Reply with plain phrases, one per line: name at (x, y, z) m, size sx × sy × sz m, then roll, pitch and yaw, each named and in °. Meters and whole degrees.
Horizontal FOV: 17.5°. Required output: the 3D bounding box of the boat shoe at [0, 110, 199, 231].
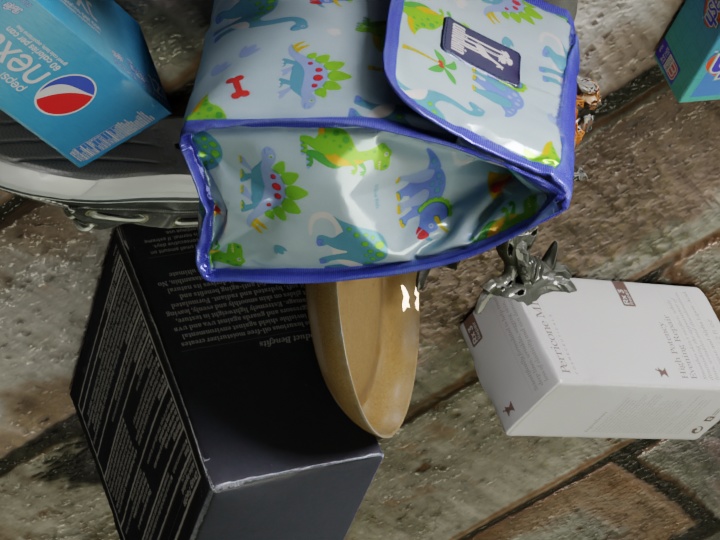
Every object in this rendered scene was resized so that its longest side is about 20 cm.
boat shoe at (-0.143, -0.051, 1.343) m, size 0.200 × 0.072 × 0.071 m, roll 6°, pitch 137°, yaw -28°

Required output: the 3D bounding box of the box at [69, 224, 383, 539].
box at (-0.091, 0.099, 1.506) m, size 0.123 × 0.199 × 0.200 m, roll -8°, pitch 148°, yaw -22°

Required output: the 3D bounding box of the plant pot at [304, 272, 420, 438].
plant pot at (0.000, 0.000, 1.395) m, size 0.027 × 0.200 × 0.200 m, roll -4°, pitch 153°, yaw 15°

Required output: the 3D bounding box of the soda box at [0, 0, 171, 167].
soda box at (-0.179, -0.131, 1.210) m, size 0.064 × 0.068 × 0.200 m, roll -29°, pitch 149°, yaw 13°

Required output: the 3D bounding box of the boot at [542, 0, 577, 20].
boot at (0.155, -0.221, 1.300) m, size 0.200 × 0.073 × 0.182 m, roll -32°, pitch 151°, yaw 3°

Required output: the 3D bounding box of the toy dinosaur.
toy dinosaur at (0.074, -0.055, 1.438) m, size 0.200 × 0.102 × 0.136 m, roll -17°, pitch 126°, yaw -24°

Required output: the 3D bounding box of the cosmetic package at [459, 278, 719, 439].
cosmetic package at (0.181, 0.065, 1.729) m, size 0.200 × 0.102 × 0.074 m, roll 4°, pitch 140°, yaw -40°

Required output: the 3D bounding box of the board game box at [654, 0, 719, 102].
board game box at (0.290, -0.187, 1.451) m, size 0.152 × 0.045 × 0.200 m, roll -7°, pitch 147°, yaw -24°

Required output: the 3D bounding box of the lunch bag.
lunch bag at (0.015, -0.084, 1.240) m, size 0.200 × 0.170 × 0.128 m, roll 1°, pitch 128°, yaw 6°
